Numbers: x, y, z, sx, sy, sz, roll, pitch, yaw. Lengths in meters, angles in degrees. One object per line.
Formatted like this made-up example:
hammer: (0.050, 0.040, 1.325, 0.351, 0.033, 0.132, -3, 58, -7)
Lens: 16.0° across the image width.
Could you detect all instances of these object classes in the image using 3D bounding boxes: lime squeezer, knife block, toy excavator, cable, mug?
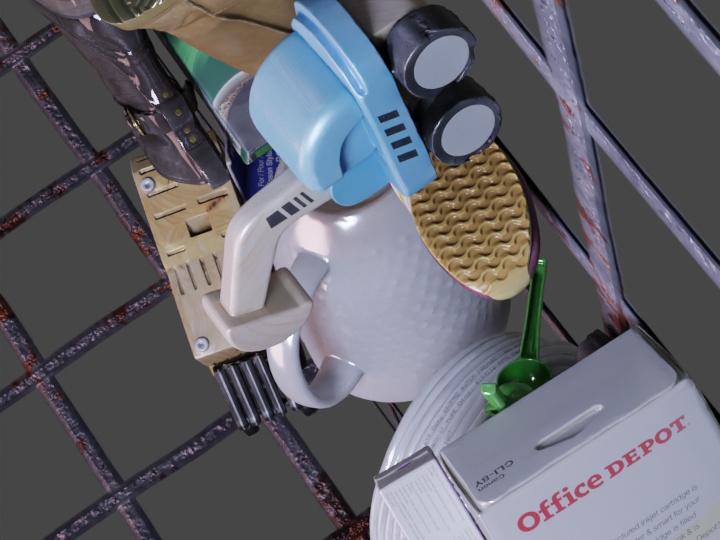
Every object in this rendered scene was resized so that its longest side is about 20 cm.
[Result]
lime squeezer: (0.099, 0.063, 1.549, 0.038, 0.071, 0.200, 16, -156, 7)
knife block: (-0.091, 0.015, 1.803, 0.176, 0.064, 0.200, 57, -167, -83)
toy excavator: (-0.024, -0.065, 1.470, 0.100, 0.200, 0.194, 52, 173, 38)
cable: (0.088, 0.133, 1.695, 0.069, 0.200, 0.200, 27, 119, 33)
mug: (0.000, 0.000, 1.696, 0.148, 0.200, 0.175, 18, 151, 27)

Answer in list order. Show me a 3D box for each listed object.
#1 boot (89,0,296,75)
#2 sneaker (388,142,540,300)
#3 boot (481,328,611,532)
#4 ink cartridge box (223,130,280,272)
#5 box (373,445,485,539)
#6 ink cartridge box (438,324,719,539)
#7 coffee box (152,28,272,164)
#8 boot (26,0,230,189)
boot: (-0.046, -0.180, 1.508, 0.200, 0.175, 0.066, 11, -121, -62)
sneaker: (0.055, -0.057, 1.563, 0.200, 0.075, 0.090, 60, -175, 28)
boot: (0.131, 0.139, 1.617, 0.070, 0.132, 0.200, 49, 161, 47)
ink cartridge box: (-0.055, -0.096, 1.841, 0.200, 0.043, 0.196, 70, -167, -53)
box: (0.075, 0.199, 1.512, 0.200, 0.041, 0.039, 58, -179, -10)
ink cartridge box: (0.158, 0.154, 1.488, 0.200, 0.145, 0.083, 59, 176, -28)
coffee box: (-0.081, -0.184, 1.676, 0.200, 0.123, 0.044, 57, 176, 6)
boot: (-0.165, -0.139, 1.684, 0.174, 0.069, 0.200, 60, 170, -31)
